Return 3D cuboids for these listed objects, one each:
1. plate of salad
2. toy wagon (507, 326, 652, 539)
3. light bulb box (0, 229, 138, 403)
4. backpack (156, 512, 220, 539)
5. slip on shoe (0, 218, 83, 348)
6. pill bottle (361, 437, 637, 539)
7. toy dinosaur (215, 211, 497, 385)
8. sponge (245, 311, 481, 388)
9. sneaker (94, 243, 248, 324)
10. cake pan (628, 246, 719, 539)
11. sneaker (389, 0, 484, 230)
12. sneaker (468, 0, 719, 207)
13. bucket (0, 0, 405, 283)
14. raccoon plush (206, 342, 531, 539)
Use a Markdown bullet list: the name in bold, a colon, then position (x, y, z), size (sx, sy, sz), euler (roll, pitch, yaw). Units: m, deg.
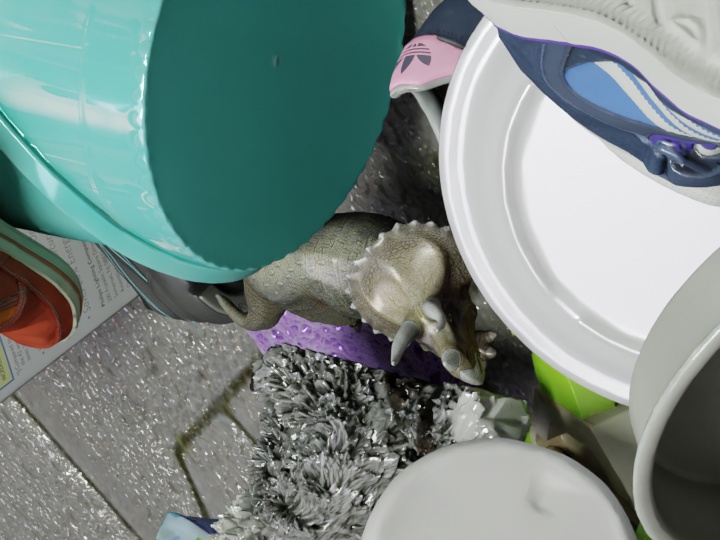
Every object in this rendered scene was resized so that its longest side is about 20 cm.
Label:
- **plate of salad**: position (0.128, -0.038, 1.055), size (0.200, 0.048, 0.200), euler (8, 114, 17)
- **toy wagon**: position (0.109, 0.102, 1.160), size (0.155, 0.040, 0.200), euler (-145, 36, -68)
- **light bulb box**: position (-0.234, -0.033, 1.376), size (0.125, 0.200, 0.199), euler (14, 132, 42)
- **backpack**: position (-0.044, 0.193, 1.375), size (0.163, 0.200, 0.154), euler (34, 115, 38)
- **slip on shoe**: position (-0.170, 0.004, 1.129), size (0.074, 0.061, 0.200), euler (16, 171, 15)
- **pill bottle**: position (0.050, 0.154, 1.145), size (0.113, 0.113, 0.200), euler (41, 160, 15)
- **toy dinosaur**: position (0.000, 0.000, 1.203), size (0.200, 0.077, 0.102), euler (16, 174, 44)
- **sponge**: position (0.031, 0.088, 1.334), size (0.200, 0.030, 0.112), euler (57, 146, -8)
- **sneaker**: position (-0.125, -0.054, 1.342), size (0.079, 0.075, 0.200), euler (-14, 111, 56)
- **cake pan**: position (0.180, 0.030, 0.974), size (0.200, 0.200, 0.037), euler (96, 154, -47)
- **sneaker**: position (0.076, -0.020, 1.129), size (0.070, 0.082, 0.200), euler (-15, 110, 54)
- **sneaker**: position (0.137, -0.066, 0.931), size (0.200, 0.081, 0.146), euler (22, 170, 39)
- **bucket**: position (-0.085, -0.098, 1.145), size (0.135, 0.207, 0.207), euler (17, 134, 33)
- **raccoon plush**: position (-0.010, 0.108, 1.207), size (0.097, 0.134, 0.200), euler (18, 174, -14)
